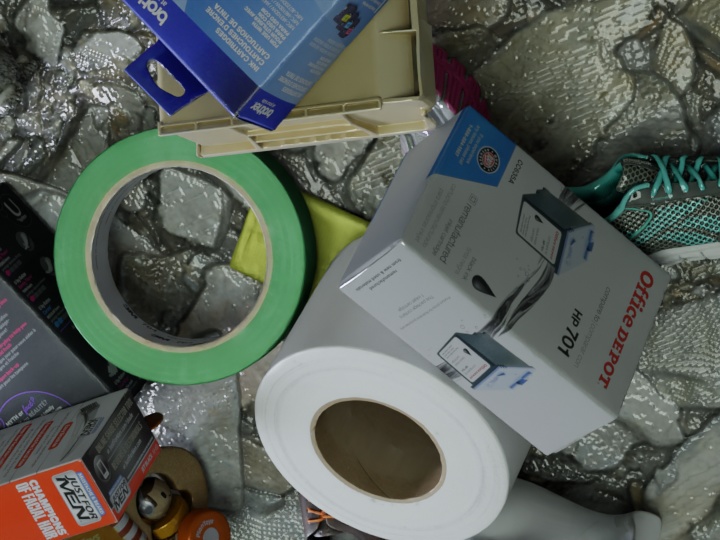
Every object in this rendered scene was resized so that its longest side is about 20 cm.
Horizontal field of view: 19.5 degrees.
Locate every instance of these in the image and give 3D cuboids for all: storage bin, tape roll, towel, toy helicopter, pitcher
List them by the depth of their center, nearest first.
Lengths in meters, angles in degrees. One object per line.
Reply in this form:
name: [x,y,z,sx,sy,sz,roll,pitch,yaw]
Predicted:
storage bin: [-0.045,-0.196,1.489,0.198,0.094,0.201,-5,83,18]
tape roll: [0.038,0.087,1.569,0.202,0.139,0.203,15,135,16]
pitcher: [0.124,0.218,1.618,0.199,0.172,0.122,4,81,13]
tape roll: [-0.136,-0.013,1.628,0.200,0.048,0.201,1,96,10]
towel: [0.000,0.000,1.647,0.200,0.018,0.086,24,111,6]
toy helicopter: [-0.204,0.198,1.695,0.079,0.200,0.133,2,109,46]

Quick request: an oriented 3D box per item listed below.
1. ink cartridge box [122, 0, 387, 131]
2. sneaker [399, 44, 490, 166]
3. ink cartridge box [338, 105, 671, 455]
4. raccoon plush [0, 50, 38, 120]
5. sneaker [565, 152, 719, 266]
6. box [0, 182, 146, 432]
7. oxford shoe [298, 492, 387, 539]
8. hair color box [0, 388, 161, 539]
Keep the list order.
ink cartridge box: [-0.070,-0.190,1.409,0.136,0.076,0.200,45,101,17]
sneaker: [0.060,-0.081,1.557,0.088,0.081,0.200,-27,102,23]
ink cartridge box: [0.103,0.008,1.463,0.200,0.147,0.086,38,140,-13]
raccoon plush: [-0.319,-0.105,1.678,0.134,0.097,0.200,-1,142,2]
sneaker: [0.223,-0.052,1.509,0.200,0.078,0.091,-25,132,22]
box: [-0.276,0.050,1.696,0.122,0.106,0.200,-39,98,26]
oxford shoe: [-0.019,0.176,1.693,0.071,0.073,0.201,-12,108,21]
hair color box: [-0.266,0.168,1.622,0.200,0.111,0.064,-20,109,23]
